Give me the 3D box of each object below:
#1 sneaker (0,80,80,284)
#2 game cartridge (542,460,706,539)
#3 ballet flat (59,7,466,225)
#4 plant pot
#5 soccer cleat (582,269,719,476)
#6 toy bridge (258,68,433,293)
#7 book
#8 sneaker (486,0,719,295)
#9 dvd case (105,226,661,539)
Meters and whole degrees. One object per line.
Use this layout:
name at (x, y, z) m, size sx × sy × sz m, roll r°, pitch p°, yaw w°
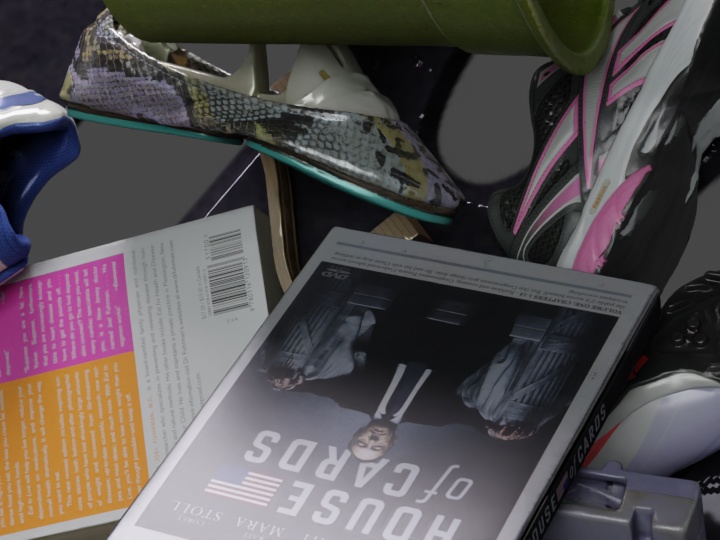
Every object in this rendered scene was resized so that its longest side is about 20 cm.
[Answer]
sneaker at (-0.200, -0.008, 1.043) m, size 0.088 × 0.075 × 0.200 m, roll 11°, pitch 64°, yaw 29°
game cartridge at (0.044, 0.118, 0.943) m, size 0.200 × 0.130 × 0.038 m, roll 7°, pitch 53°, yaw 19°
ballet flat at (-0.041, -0.076, 1.006) m, size 0.200 × 0.072 × 0.072 m, roll 18°, pitch 85°, yaw 23°
plant pot at (-0.011, -0.165, 0.939) m, size 0.190 × 0.200 × 0.200 m, roll -7°, pitch 77°, yaw 20°
soccer cleat at (0.130, 0.054, 0.964) m, size 0.200 × 0.073 × 0.068 m, roll -19°, pitch 52°, yaw -4°
toy bridge at (0.000, 0.000, 1.030) m, size 0.067 × 0.027 × 0.200 m, roll -39°, pitch 69°, yaw 8°
book at (-0.129, 0.058, 1.053) m, size 0.200 × 0.048 × 0.134 m, roll -14°, pitch 71°, yaw 15°
sneaker at (0.116, -0.082, 0.985) m, size 0.086 × 0.080 × 0.200 m, roll 25°, pitch 81°, yaw 35°
dvd case at (0.013, 0.062, 0.896) m, size 0.150 × 0.025 × 0.200 m, roll 11°, pitch 43°, yaw 24°
